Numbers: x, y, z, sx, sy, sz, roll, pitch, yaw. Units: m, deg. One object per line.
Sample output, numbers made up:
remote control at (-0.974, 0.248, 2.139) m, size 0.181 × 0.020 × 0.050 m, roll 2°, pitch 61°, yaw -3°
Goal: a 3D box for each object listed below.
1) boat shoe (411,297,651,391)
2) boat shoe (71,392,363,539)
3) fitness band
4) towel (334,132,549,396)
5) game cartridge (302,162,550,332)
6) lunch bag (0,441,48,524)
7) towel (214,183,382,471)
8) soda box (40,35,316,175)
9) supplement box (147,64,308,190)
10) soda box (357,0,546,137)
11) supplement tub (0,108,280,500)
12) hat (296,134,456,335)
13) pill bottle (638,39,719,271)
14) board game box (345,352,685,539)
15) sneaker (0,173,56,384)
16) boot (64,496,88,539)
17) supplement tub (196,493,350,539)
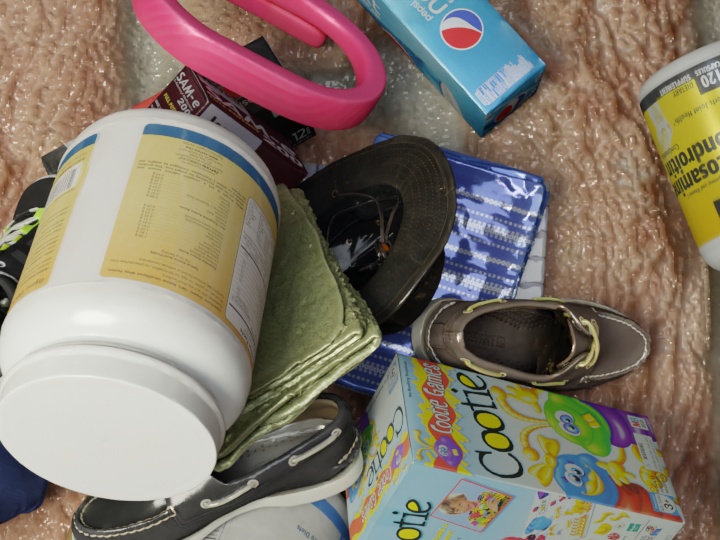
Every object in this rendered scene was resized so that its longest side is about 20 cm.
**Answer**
boat shoe at (0.137, 0.053, 0.899) m, size 0.199 × 0.059 × 0.072 m, roll 7°, pitch 88°, yaw -26°
boat shoe at (-0.096, 0.132, 0.804) m, size 0.199 × 0.060 × 0.074 m, roll -14°, pitch 40°, yaw -6°
fitness band at (-0.072, -0.176, 0.916) m, size 0.200 × 0.144 × 0.037 m, roll 25°, pitch 124°, yaw -15°
towel at (0.049, 0.004, 0.934) m, size 0.144 × 0.024 × 0.201 m, roll 18°, pitch 81°, yaw 5°
game cartridge at (0.045, -0.013, 0.965) m, size 0.199 × 0.038 × 0.130 m, roll 5°, pitch 84°, yaw 2°
lunch bag at (-0.301, 0.098, 0.854) m, size 0.136 × 0.132 × 0.201 m, roll 25°, pitch 117°, yaw 24°
towel at (-0.073, 0.031, 0.818) m, size 0.148 × 0.037 × 0.200 m, roll -34°, pitch 40°, yaw 3°
soda box at (-0.140, -0.097, 0.959) m, size 0.200 × 0.063 × 0.071 m, roll -30°, pitch 59°, yaw -4°
supplement box at (-0.147, -0.039, 0.905) m, size 0.200 × 0.109 × 0.061 m, roll -46°, pitch 41°, yaw 11°
soda box at (0.056, -0.205, 0.979) m, size 0.064 × 0.068 × 0.200 m, roll -39°, pitch 82°, yaw -5°
supplement tub at (-0.129, 0.018, 0.730) m, size 0.144 × 0.145 × 0.200 m, roll 5°, pitch 49°, yaw 2°
hat at (0.000, 0.000, 0.884) m, size 0.200 × 0.081 × 0.201 m, roll -24°, pitch 44°, yaw 25°
pill bottle at (0.296, -0.068, 0.927) m, size 0.112 × 0.112 × 0.201 m, roll -20°, pitch 80°, yaw -2°
board game box at (0.101, 0.148, 0.849) m, size 0.199 × 0.105 × 0.103 m, roll 15°, pitch 36°, yaw -17°
sneaker at (-0.221, -0.001, 0.803) m, size 0.072 × 0.083 × 0.200 m, roll -31°, pitch 44°, yaw 23°
boot at (-0.173, 0.293, 0.900) m, size 0.175 × 0.066 × 0.200 m, roll 25°, pitch 80°, yaw 5°
supplement tub at (-0.089, 0.234, 0.833) m, size 0.132 × 0.132 × 0.200 m, roll 16°, pitch 45°, yaw 4°
